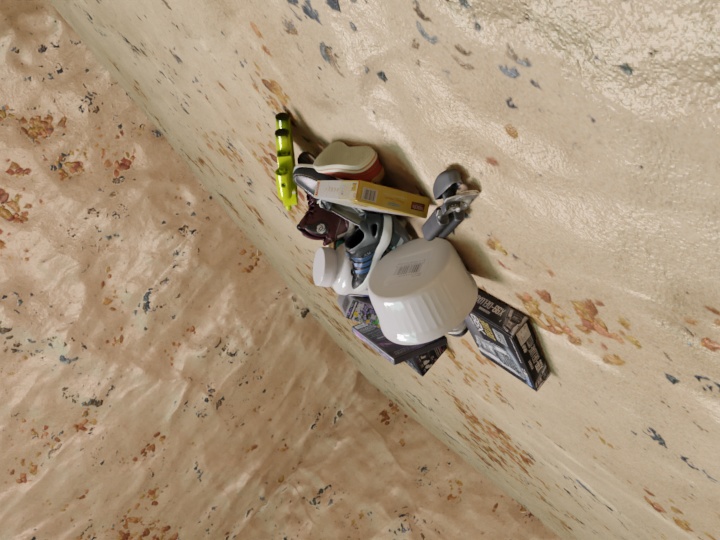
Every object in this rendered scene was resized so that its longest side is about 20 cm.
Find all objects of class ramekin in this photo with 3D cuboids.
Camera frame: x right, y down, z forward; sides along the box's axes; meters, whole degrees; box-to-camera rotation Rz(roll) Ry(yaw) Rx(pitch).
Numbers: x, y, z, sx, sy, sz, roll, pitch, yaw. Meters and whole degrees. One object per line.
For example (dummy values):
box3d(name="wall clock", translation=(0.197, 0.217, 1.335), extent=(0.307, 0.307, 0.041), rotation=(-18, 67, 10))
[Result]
box3d(name="ramekin", translation=(0.107, 0.029, 1.116), extent=(0.199, 0.199, 0.099), rotation=(26, 150, 56))

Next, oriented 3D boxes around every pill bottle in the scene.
box3d(name="pill bottle", translation=(0.000, 0.000, 1.335), extent=(0.195, 0.114, 0.111), rotation=(6, -178, -22))

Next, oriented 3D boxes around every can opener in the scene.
box3d(name="can opener", translation=(0.135, -0.103, 0.964), extent=(0.200, 0.052, 0.068), rotation=(119, 137, -78))

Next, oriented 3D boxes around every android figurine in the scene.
box3d(name="android figurine", translation=(-0.160, -0.225, 1.303), extent=(0.203, 0.040, 0.185), rotation=(91, 174, -46))

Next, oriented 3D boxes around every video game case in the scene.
box3d(name="video game case", translation=(0.085, 0.147, 1.389), extent=(0.199, 0.140, 0.019), rotation=(31, 133, 57))

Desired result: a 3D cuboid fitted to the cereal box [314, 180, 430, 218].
box3d(name="cereal box", translation=(0.015, -0.130, 1.093), extent=(0.141, 0.041, 0.199), rotation=(10, -176, -27))

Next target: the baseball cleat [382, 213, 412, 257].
box3d(name="baseball cleat", translation=(0.069, -0.027, 1.244), extent=(0.069, 0.106, 0.202), rotation=(32, 159, 56))

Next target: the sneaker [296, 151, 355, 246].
box3d(name="sneaker", translation=(-0.102, -0.143, 1.288), extent=(0.202, 0.115, 0.076), rotation=(57, 161, -2))

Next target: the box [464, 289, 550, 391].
box3d(name="box", translation=(0.279, 0.132, 1.199), extent=(0.157, 0.050, 0.201), rotation=(33, 163, 45))

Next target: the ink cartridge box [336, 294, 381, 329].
box3d(name="ink cartridge box", translation=(0.050, 0.096, 1.404), extent=(0.196, 0.051, 0.109), rotation=(20, -166, -19))

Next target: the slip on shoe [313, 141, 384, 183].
box3d(name="slip on shoe", translation=(-0.026, -0.194, 1.127), extent=(0.198, 0.074, 0.061), rotation=(20, 157, 53))

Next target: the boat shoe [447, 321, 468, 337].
box3d(name="boat shoe", translation=(0.192, 0.109, 1.361), extent=(0.061, 0.074, 0.199), rotation=(49, 170, -23))

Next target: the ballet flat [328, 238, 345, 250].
box3d(name="ballet flat", translation=(-0.056, -0.061, 1.459), extent=(0.070, 0.065, 0.204), rotation=(17, -131, -40))

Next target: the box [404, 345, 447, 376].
box3d(name="box", translation=(0.126, 0.171, 1.685), extent=(0.199, 0.115, 0.133), rotation=(38, 167, 35))

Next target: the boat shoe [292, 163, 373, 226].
box3d(name="boat shoe", translation=(-0.051, -0.148, 1.223), extent=(0.196, 0.061, 0.076), rotation=(23, 154, -1))

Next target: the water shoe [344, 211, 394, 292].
box3d(name="water shoe", translation=(0.001, -0.040, 1.196), extent=(0.077, 0.072, 0.202), rotation=(12, 133, -13))

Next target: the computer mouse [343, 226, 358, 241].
box3d(name="computer mouse", translation=(-0.020, -0.130, 1.367), extent=(0.138, 0.052, 0.203), rotation=(36, 152, 46))
